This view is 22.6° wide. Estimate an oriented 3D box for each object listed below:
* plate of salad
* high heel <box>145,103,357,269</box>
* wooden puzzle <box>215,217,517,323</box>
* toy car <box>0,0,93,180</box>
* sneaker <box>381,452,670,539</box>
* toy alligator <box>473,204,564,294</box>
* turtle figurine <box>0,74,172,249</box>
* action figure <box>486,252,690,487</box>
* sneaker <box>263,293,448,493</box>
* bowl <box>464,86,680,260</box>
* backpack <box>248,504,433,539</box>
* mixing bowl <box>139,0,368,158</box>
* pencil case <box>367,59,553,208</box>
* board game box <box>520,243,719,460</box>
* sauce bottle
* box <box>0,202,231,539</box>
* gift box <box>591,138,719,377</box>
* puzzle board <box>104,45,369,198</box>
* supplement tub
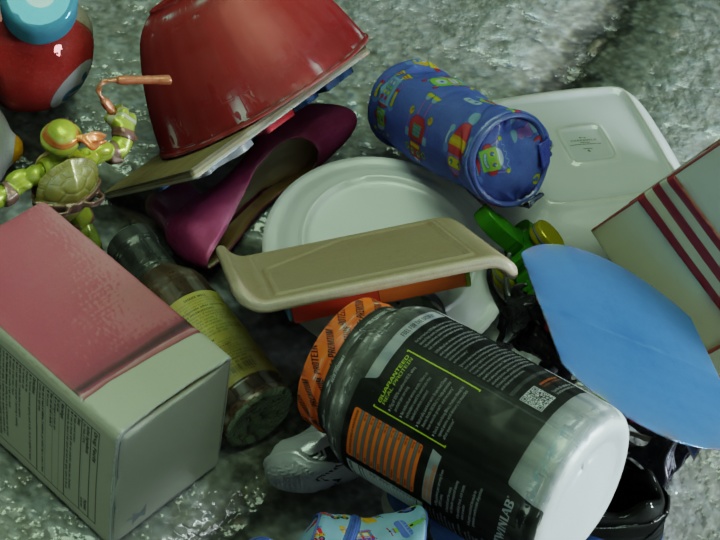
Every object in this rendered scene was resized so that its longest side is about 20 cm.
[{"bbox_3d":[0.019,-0.006,1.437,0.199,0.048,0.201,6,53,-8],"label":"plate of salad"},{"bbox_3d":[-0.071,-0.068,1.463,0.199,0.068,0.096,-25,45,-23],"label":"high heel"},{"bbox_3d":[0.000,0.000,1.314,0.199,0.037,0.185,-7,11,-7],"label":"wooden puzzle"},{"bbox_3d":[-0.305,-0.123,1.444,0.176,0.184,0.201,3,76,-8],"label":"toy car"},{"bbox_3d":[0.117,0.155,1.263,0.199,0.111,0.077,16,47,5],"label":"sneaker"},{"bbox_3d":[0.164,0.020,1.420,0.200,0.059,0.054,46,25,-3],"label":"toy alligator"},{"bbox_3d":[-0.220,-0.063,1.374,0.200,0.162,0.064,-31,59,-33],"label":"turtle figurine"},{"bbox_3d":[0.153,0.085,1.327,0.200,0.102,0.119,44,28,9],"label":"action figure"},{"bbox_3d":[0.002,0.085,1.314,0.199,0.075,0.115,-17,75,-30],"label":"sneaker"},{"bbox_3d":[0.184,-0.082,1.524,0.199,0.075,0.200,-7,50,-18],"label":"bowl"},{"bbox_3d":[-0.027,0.235,1.117,0.134,0.183,0.200,17,43,-2],"label":"backpack"},{"bbox_3d":[-0.105,-0.187,1.472,0.200,0.200,0.109,-42,109,-37],"label":"mixing bowl"},{"bbox_3d":[0.081,-0.113,1.458,0.087,0.078,0.200,-8,22,-24],"label":"pencil case"},{"bbox_3d":[0.178,0.062,1.255,0.158,0.039,0.200,21,30,-25],"label":"board game box"},{"bbox_3d":[-0.126,0.042,1.358,0.065,0.065,0.200,-21,56,-27],"label":"sauce bottle"},{"bbox_3d":[-0.200,0.070,1.276,0.200,0.128,0.109,38,51,22],"label":"box"},{"bbox_3d":[0.303,-0.008,1.375,0.200,0.184,0.187,-34,87,-40],"label":"gift box"},{"bbox_3d":[-0.100,-0.117,1.471,0.200,0.150,0.017,-38,106,-31],"label":"puzzle board"},{"bbox_3d":[0.064,0.103,1.183,0.200,0.123,0.122,29,49,27],"label":"supplement tub"}]
